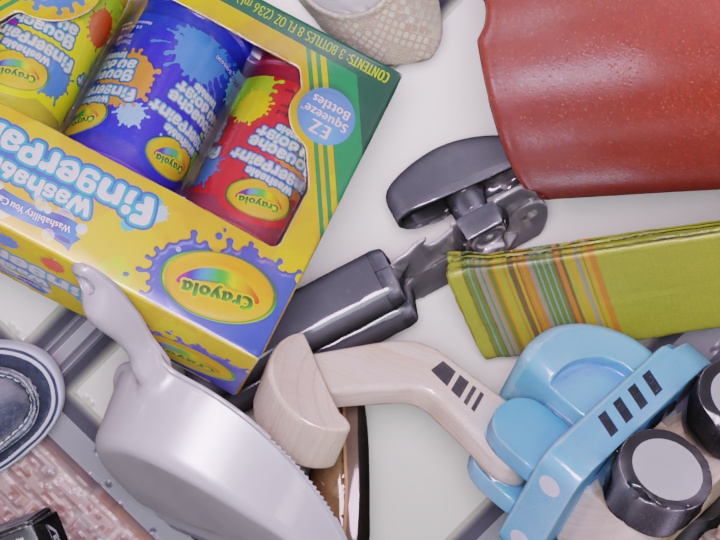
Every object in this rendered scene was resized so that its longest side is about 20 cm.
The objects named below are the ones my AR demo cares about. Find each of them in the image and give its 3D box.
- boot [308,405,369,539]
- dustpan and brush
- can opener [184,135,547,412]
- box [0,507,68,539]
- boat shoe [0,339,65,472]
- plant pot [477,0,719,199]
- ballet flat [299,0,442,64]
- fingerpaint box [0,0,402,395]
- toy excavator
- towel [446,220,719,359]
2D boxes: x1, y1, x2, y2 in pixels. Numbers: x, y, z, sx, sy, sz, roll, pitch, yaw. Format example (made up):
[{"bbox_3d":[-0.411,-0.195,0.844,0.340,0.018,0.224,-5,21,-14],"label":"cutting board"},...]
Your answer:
[{"bbox_3d":[-0.034,0.157,1.343,0.075,0.074,0.200,9,97,8],"label":"boot"},{"bbox_3d":[-0.088,0.068,1.267,0.200,0.140,0.057,46,66,-44],"label":"dustpan and brush"},{"bbox_3d":[0.000,0.000,1.344,0.200,0.053,0.067,-27,63,2],"label":"can opener"},{"bbox_3d":[-0.211,0.241,1.333,0.200,0.048,0.193,-22,93,12],"label":"box"},{"bbox_3d":[-0.243,0.091,1.317,0.200,0.091,0.071,-19,95,0],"label":"boat shoe"},{"bbox_3d":[0.165,-0.119,1.255,0.195,0.201,0.201,-8,95,18],"label":"plant pot"},{"bbox_3d":[-0.030,-0.181,1.310,0.067,0.062,0.200,-31,94,20],"label":"ballet flat"},{"bbox_3d":[-0.107,-0.063,1.286,0.200,0.073,0.167,28,69,-3],"label":"fingerpaint box"},{"bbox_3d":[0.074,0.075,1.305,0.200,0.100,0.194,41,52,16],"label":"toy excavator"},{"bbox_3d":[0.147,0.005,1.310,0.200,0.086,0.018,-8,56,12],"label":"towel"}]
